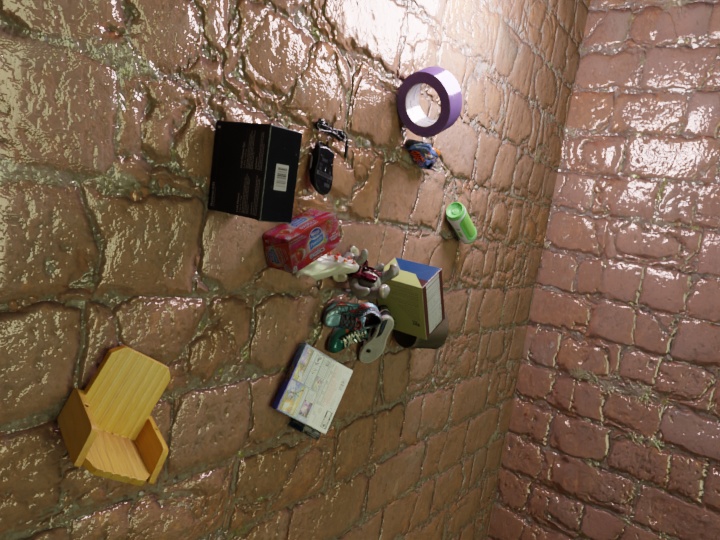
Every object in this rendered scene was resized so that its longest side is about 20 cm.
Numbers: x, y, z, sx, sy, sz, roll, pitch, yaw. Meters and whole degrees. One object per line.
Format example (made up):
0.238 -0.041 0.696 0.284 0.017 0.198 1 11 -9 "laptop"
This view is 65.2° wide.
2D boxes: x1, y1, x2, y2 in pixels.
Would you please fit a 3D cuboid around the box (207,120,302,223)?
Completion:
-0.237 -0.220 1.255 0.103 0.179 0.206 -2 104 -54 "box"

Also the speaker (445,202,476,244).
0.409 -0.189 2.272 0.200 0.087 0.090 48 63 -50 "speaker"

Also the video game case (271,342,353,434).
-0.137 0.343 1.639 0.180 0.045 0.203 33 72 -25 "video game case"

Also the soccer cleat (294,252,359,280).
-0.098 -0.008 1.594 0.196 0.069 0.079 6 109 -29 "soccer cleat"

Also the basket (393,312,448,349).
0.223 0.220 2.108 0.198 0.134 0.186 -5 102 -50 "basket"

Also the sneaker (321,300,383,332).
-0.020 0.143 1.715 0.195 0.095 0.081 -5 113 -23 "sneaker"

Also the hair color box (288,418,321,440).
-0.131 0.401 1.720 0.100 0.059 0.204 45 63 -51 "hair color box"

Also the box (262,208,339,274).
-0.153 -0.082 1.492 0.199 0.098 0.098 -34 128 -44 "box"

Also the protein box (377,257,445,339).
0.170 0.093 1.925 0.134 0.195 0.204 -37 130 -41 "protein box"

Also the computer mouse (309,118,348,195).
-0.090 -0.303 1.560 0.139 0.045 0.206 8 83 -51 "computer mouse"

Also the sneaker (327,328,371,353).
-0.023 0.197 1.786 0.199 0.079 0.073 -40 132 -40 "sneaker"

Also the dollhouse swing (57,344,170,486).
-0.458 0.289 1.134 0.176 0.181 0.200 -48 140 -4 "dollhouse swing"

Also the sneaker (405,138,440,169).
0.213 -0.396 1.937 0.198 0.074 0.080 9 97 -54 "sneaker"

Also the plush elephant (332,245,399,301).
0.000 0.000 1.706 0.157 0.197 0.165 59 37 -18 "plush elephant"

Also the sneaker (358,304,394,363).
0.053 0.209 1.910 0.072 0.113 0.202 22 115 -17 "sneaker"

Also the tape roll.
0.218 -0.533 1.784 0.085 0.197 0.205 -34 128 -42 "tape roll"
